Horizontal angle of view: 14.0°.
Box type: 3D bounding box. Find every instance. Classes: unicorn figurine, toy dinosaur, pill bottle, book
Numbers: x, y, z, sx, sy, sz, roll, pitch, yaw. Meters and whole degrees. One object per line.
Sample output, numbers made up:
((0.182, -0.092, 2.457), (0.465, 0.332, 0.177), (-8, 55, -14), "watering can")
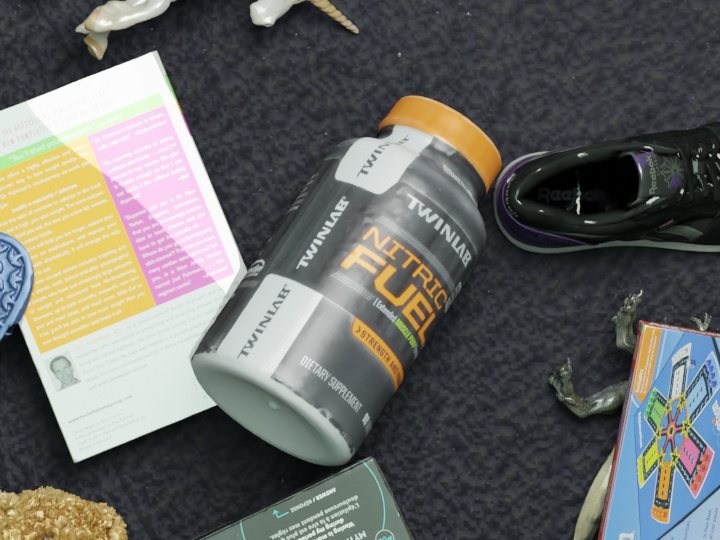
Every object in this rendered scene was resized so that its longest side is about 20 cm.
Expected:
((-0.113, -0.181, 1.658), (0.137, 0.074, 0.200), (-38, 81, -13), "unicorn figurine")
((0.161, 0.069, 1.662), (0.088, 0.047, 0.200), (42, 90, -4), "toy dinosaur")
((0.000, 0.000, 1.623), (0.106, 0.106, 0.200), (32, 71, 2), "pill bottle")
((-0.138, -0.008, 1.665), (0.133, 0.048, 0.201), (-22, 88, -3), "book")

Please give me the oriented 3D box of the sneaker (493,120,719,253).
((0.177, -0.045, 1.645), (0.199, 0.088, 0.076), (-10, 87, -2), "sneaker")

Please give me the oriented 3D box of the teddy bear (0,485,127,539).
((-0.185, 0.223, 1.637), (0.145, 0.067, 0.200), (28, 87, -1), "teddy bear")

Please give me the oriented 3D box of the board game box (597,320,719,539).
((0.188, 0.134, 1.644), (0.103, 0.019, 0.201), (10, 99, -5), "board game box")

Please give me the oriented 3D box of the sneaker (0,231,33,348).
((-0.255, 0.059, 1.640), (0.070, 0.078, 0.200), (43, 90, 3), "sneaker")

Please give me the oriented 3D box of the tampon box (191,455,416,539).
((-0.016, 0.222, 1.608), (0.150, 0.126, 0.200), (-25, 87, -1), "tampon box")
